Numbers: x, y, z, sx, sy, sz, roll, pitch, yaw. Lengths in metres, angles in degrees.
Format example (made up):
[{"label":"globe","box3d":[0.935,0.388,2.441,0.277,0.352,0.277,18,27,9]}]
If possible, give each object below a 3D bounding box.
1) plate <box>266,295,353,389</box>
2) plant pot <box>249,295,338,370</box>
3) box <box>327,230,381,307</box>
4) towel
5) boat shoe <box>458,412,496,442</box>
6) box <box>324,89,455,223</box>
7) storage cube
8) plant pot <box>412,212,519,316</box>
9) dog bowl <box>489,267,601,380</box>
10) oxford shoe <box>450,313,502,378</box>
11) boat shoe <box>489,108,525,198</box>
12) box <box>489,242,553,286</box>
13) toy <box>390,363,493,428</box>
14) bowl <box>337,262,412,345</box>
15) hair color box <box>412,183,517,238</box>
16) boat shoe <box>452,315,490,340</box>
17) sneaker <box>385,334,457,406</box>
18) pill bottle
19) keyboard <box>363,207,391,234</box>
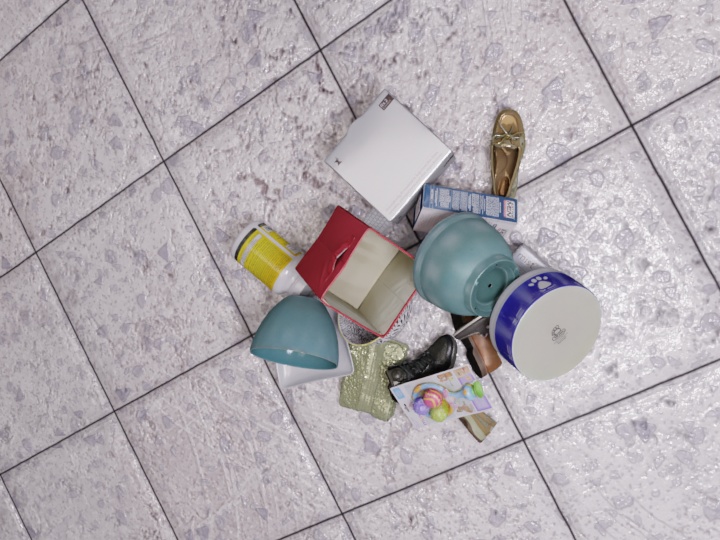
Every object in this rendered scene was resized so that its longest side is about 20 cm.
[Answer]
[{"label":"plate","box3d":[-0.120,0.168,1.416,0.198,0.032,0.202,-16,81,19]},{"label":"plant pot","box3d":[-0.137,0.134,1.319,0.198,0.200,0.136,4,70,16]},{"label":"box","box3d":[-0.029,-0.012,1.337,0.075,0.050,0.201,36,103,54]},{"label":"towel","box3d":[0.027,0.248,1.393,0.147,0.036,0.202,15,100,16]},{"label":"boat shoe","box3d":[0.234,0.290,1.304,0.076,0.072,0.200,-40,113,-3]},{"label":"box","box3d":[0.067,-0.239,1.267,0.200,0.131,0.199,44,101,8]},{"label":"storage cube","box3d":[0.000,0.000,1.206,0.199,0.180,0.172,32,95,-31]},{"label":"plant pot","box3d":[0.219,0.007,1.130,0.134,0.199,0.202,43,111,50]},{"label":"dog bowl","box3d":[0.348,0.102,1.104,0.198,0.079,0.202,-8,115,-18]},{"label":"oxford shoe","box3d":[0.254,0.132,1.306,0.071,0.071,0.202,-23,89,-10]},{"label":"boat shoe","box3d":[0.309,-0.240,1.237,0.072,0.063,0.202,2,96,17]},{"label":"box","box3d":[0.360,0.073,1.240,0.200,0.097,0.177,40,105,9]},{"label":"toy","box3d":[0.164,0.277,1.230,0.199,0.047,0.116,-26,103,30]},{"label":"bowl","box3d":[0.051,0.089,1.319,0.200,0.094,0.202,-28,46,34]},{"label":"hair color box","box3d":[0.216,-0.115,1.225,0.198,0.100,0.061,10,65,-4]},{"label":"boat shoe","box3d":[0.280,0.098,1.186,0.199,0.067,0.057,-35,82,17]},{"label":"sneaker","box3d":[0.132,0.222,1.315,0.200,0.114,0.076,-52,42,16]},{"label":"pill bottle","box3d":[-0.200,-0.017,1.391,0.199,0.112,0.113,39,105,10]},{"label":"keyboard","box3d":[0.046,-0.122,1.358,0.056,0.011,0.200,41,106,9]}]
